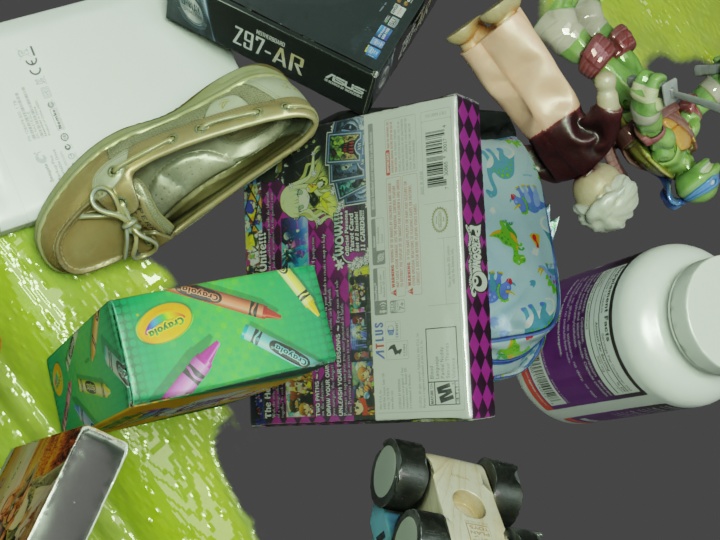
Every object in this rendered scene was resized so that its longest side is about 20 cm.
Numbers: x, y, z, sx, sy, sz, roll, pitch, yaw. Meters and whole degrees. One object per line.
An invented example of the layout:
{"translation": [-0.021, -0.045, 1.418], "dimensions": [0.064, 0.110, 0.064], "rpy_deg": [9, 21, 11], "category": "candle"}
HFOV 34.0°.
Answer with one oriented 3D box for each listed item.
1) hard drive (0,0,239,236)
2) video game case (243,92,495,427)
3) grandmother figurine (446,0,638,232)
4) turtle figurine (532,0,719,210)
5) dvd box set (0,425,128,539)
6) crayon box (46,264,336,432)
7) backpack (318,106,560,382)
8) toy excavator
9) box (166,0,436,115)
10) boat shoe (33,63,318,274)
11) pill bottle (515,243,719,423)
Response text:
{"translation": [-0.177, -0.118, 0.808], "dimensions": [0.199, 0.027, 0.133], "rpy_deg": [-23, 89, -27], "category": "hard drive"}
{"translation": [0.000, 0.000, 0.775], "dimensions": [0.036, 0.180, 0.202], "rpy_deg": [6, 78, -53], "category": "video game case"}
{"translation": [0.152, -0.116, 0.913], "dimensions": [0.061, 0.121, 0.201], "rpy_deg": [-42, 102, -39], "category": "grandmother figurine"}
{"translation": [0.245, -0.162, 0.928], "dimensions": [0.144, 0.200, 0.194], "rpy_deg": [-39, 80, -22], "category": "turtle figurine"}
{"translation": [-0.193, 0.161, 0.641], "dimensions": [0.029, 0.200, 0.147], "rpy_deg": [30, 68, -18], "category": "dvd box set"}
{"translation": [-0.109, 0.053, 0.704], "dimensions": [0.118, 0.200, 0.059], "rpy_deg": [-11, 82, -26], "category": "crayon box"}
{"translation": [0.063, -0.015, 0.844], "dimensions": [0.162, 0.153, 0.202], "rpy_deg": [-2, 91, -31], "category": "backpack"}
{"translation": [0.043, 0.246, 0.796], "dimensions": [0.099, 0.201, 0.195], "rpy_deg": [13, 32, -20], "category": "toy excavator"}
{"translation": [-0.022, -0.223, 0.847], "dimensions": [0.159, 0.044, 0.201], "rpy_deg": [27, 57, 5], "category": "box"}
{"translation": [-0.120, -0.059, 0.766], "dimensions": [0.200, 0.063, 0.073], "rpy_deg": [-32, 131, -8], "category": "boat shoe"}
{"translation": [0.201, 0.047, 0.848], "dimensions": [0.111, 0.200, 0.114], "rpy_deg": [6, 76, -24], "category": "pill bottle"}
